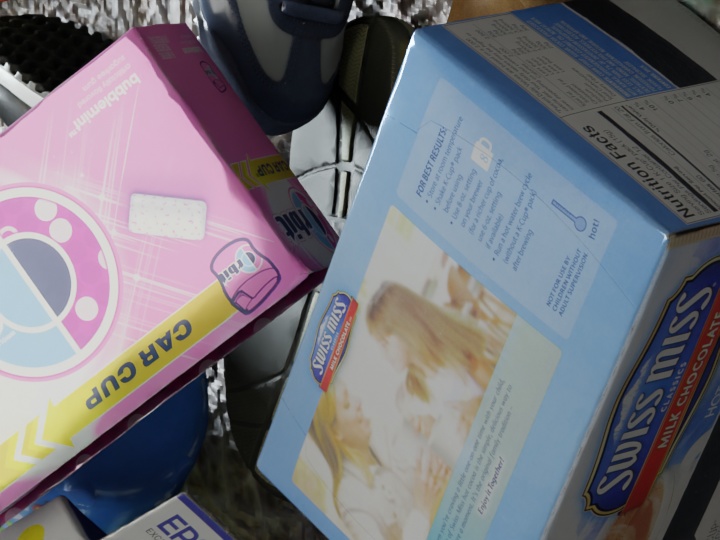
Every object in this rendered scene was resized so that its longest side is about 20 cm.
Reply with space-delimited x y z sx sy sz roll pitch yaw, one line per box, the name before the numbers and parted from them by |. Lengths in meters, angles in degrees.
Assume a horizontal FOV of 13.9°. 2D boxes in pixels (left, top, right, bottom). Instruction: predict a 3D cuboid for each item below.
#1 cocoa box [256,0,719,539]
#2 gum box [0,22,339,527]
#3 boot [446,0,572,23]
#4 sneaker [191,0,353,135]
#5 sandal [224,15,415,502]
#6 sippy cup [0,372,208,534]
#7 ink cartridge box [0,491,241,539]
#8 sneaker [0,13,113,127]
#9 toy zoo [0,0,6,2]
cocoa box | 0.073 0.020 1.055 0.133 0.131 0.201 41 127 31
gum box | -0.118 0.010 1.130 0.200 0.066 0.114 -37 86 16
boot | 0.060 -0.121 1.075 0.074 0.075 0.200 44 129 27
sneaker | -0.017 -0.152 1.134 0.082 0.070 0.201 3 94 45
sandal | 0.001 -0.001 1.185 0.080 0.057 0.202 25 103 46
sippy cup | -0.128 0.072 1.252 0.130 0.177 0.140 134 143 -57
ink cartridge box | -0.099 0.174 1.209 0.200 0.198 0.047 -32 41 14
sneaker | -0.114 -0.036 1.277 0.200 0.070 0.090 36 121 32
toy zoo | -0.181 -0.186 1.344 0.200 0.020 0.132 -3 98 46
